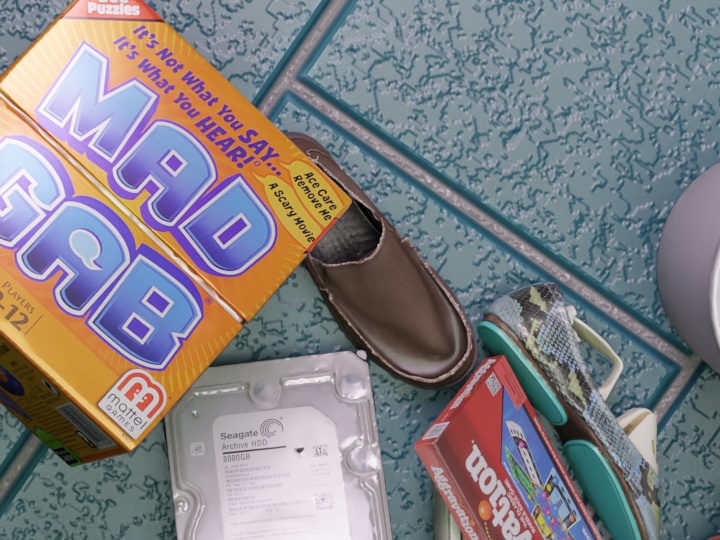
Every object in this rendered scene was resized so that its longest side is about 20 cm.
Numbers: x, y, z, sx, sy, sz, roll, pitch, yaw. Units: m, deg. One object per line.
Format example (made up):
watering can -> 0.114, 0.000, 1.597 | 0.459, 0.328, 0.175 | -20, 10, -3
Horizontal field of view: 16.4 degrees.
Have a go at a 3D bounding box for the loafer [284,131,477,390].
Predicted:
loafer -> 0.000, 0.000, 1.613 | 0.073, 0.071, 0.200 | -43, 98, 0

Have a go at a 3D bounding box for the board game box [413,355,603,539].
board game box -> 0.109, 0.166, 1.615 | 0.019, 0.103, 0.200 | -14, 113, 40

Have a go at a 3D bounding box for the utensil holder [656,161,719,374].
utensil holder -> 0.282, 0.004, 1.573 | 0.169, 0.200, 0.171 | -1, 97, -5

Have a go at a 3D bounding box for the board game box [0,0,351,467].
board game box -> -0.164, -0.024, 1.508 | 0.200, 0.200, 0.200 | 43, 74, -8

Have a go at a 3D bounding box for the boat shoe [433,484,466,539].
boat shoe -> 0.083, 0.216, 1.643 | 0.060, 0.072, 0.202 | -5, 102, -4

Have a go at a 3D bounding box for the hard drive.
hard drive -> -0.051, 0.154, 1.594 | 0.139, 0.038, 0.201 | -6, 65, -3

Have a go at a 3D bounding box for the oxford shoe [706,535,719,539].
oxford shoe -> 0.241, 0.278, 1.675 | 0.074, 0.071, 0.201 | 10, 90, -37

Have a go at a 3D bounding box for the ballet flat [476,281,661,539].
ballet flat -> 0.156, 0.094, 1.641 | 0.074, 0.074, 0.200 | -33, 101, -1
